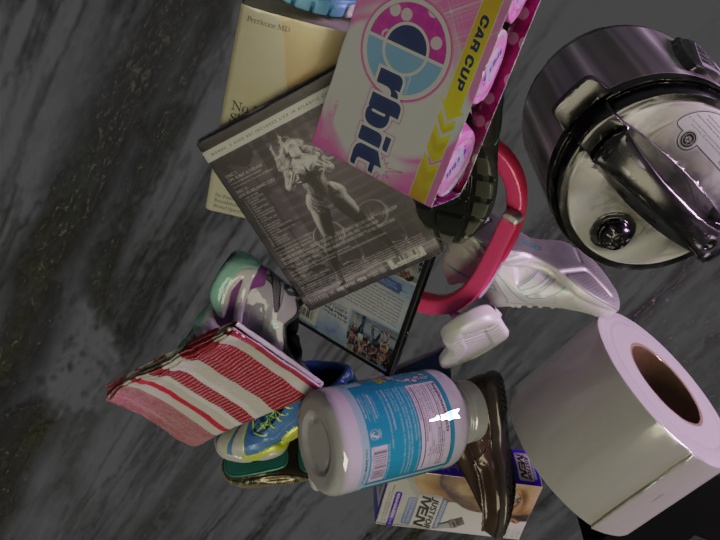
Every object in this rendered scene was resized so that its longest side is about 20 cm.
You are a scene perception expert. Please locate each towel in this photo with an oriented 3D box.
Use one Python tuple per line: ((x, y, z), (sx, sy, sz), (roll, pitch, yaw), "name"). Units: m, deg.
((-0.159, 0.130, 0.859), (0.199, 0.023, 0.144), (-27, 133, 28), "towel")

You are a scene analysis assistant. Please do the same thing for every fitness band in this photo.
((0.079, -0.047, 0.780), (0.143, 0.037, 0.201), (33, 125, 14), "fitness band")

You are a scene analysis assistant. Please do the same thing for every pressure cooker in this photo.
((0.239, -0.099, 0.687), (0.174, 0.201, 0.180), (-1, 125, 1), "pressure cooker")

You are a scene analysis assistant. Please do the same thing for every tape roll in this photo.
((0.283, 0.165, 0.873), (0.202, 0.203, 0.139), (32, 118, -21), "tape roll")

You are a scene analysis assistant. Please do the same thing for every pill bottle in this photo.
((0.040, 0.169, 0.862), (0.198, 0.111, 0.112), (-5, 130, -29), "pill bottle")

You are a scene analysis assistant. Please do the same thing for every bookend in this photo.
((0.424, 0.308, 1.043), (0.199, 0.093, 0.199), (26, 123, -19), "bookend")

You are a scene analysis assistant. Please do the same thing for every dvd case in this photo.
((0.000, 0.000, 0.821), (0.142, 0.018, 0.201), (29, 125, 17), "dvd case")
((-0.033, -0.067, 0.723), (0.148, 0.016, 0.201), (-24, 119, 17), "dvd case")

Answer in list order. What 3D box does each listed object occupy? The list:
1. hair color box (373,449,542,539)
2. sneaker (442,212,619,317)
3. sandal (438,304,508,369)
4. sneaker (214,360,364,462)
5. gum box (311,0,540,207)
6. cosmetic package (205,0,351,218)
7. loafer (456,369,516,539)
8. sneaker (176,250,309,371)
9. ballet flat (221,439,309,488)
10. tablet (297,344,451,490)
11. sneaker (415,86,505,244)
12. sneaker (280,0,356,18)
((0.124, 0.284, 1.039), (0.198, 0.065, 0.110), (7, 124, -8), "hair color box")
((0.179, 0.006, 0.847), (0.199, 0.071, 0.081), (23, 127, -7), "sneaker")
((0.117, 0.060, 0.850), (0.082, 0.050, 0.203), (-22, 163, -2), "sandal")
((-0.088, 0.154, 0.931), (0.198, 0.076, 0.106), (-20, 134, -1), "sneaker")
((0.052, -0.165, 0.593), (0.113, 0.066, 0.202), (29, 116, 20), "gum box")
((-0.074, -0.145, 0.727), (0.104, 0.071, 0.201), (11, 124, -8), "cosmetic package")
((0.146, 0.221, 0.961), (0.070, 0.073, 0.202), (-5, 89, 17), "loafer")
((-0.121, 0.089, 0.872), (0.139, 0.078, 0.201), (30, 121, -4), "sneaker")
((-0.077, 0.242, 1.013), (0.198, 0.068, 0.075), (-13, 147, 14), "ballet flat")
((0.023, 0.171, 0.932), (0.198, 0.014, 0.131), (-21, 124, -22), "tablet")
((0.096, -0.118, 0.685), (0.075, 0.079, 0.202), (17, 123, 20), "sneaker")
((0.011, -0.252, 0.648), (0.198, 0.075, 0.087), (7, 138, -16), "sneaker")
